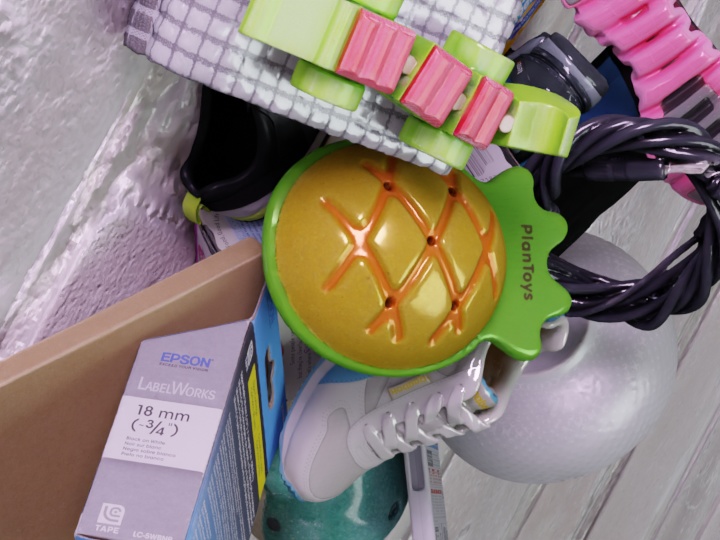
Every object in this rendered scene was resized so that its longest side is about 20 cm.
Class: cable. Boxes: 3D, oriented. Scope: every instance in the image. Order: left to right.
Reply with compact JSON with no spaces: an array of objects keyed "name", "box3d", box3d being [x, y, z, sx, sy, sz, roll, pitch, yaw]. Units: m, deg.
[{"name":"cable","box3d":[0.163,-0.025,1.358,0.200,0.163,0.051,-39,-144,48]}]

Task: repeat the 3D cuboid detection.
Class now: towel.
[{"name":"towel","box3d":[-0.011,-0.161,1.126,0.200,0.086,0.166,17,100,-33]}]

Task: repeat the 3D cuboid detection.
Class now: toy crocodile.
[{"name":"toy crocodile","box3d":[0.026,-0.101,1.081,0.200,0.062,0.068,25,95,-34]}]

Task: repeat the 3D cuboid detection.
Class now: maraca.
[{"name":"maraca","box3d":[0.034,-0.007,1.205,0.199,0.107,0.138,3,83,-28]}]

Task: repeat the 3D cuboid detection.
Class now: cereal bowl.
[{"name":"cereal bowl","box3d":[0.133,0.053,1.576,0.200,0.200,0.083,-56,154,-13]}]

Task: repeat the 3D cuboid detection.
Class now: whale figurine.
[{"name":"whale figurine","box3d":[-0.010,0.114,1.468,0.159,0.104,0.201,-27,138,-52]}]

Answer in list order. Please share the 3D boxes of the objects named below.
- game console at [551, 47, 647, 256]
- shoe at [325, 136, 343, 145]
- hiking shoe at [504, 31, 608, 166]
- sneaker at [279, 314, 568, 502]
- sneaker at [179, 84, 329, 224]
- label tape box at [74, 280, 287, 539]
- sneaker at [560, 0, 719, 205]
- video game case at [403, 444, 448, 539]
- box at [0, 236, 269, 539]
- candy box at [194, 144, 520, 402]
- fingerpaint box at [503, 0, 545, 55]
[{"name":"game console","box3d":[0.124,-0.082,1.483,0.176,0.117,0.200,-9,152,-45]},{"name":"shoe","box3d":[0.011,-0.051,1.381,0.200,0.053,0.070,56,48,-66]},{"name":"hiking shoe","box3d":[0.085,-0.103,1.407,0.087,0.074,0.200,-44,-174,-16]},{"name":"sneaker","box3d":[0.035,0.071,1.278,0.200,0.081,0.077,-43,142,-4]},{"name":"sneaker","box3d":[-0.043,-0.113,1.203,0.083,0.072,0.201,6,110,-62]},{"name":"label tape box","box3d":[-0.096,0.114,1.190,0.144,0.063,0.200,88,13,-47]},{"name":"sneaker","box3d":[0.197,-0.137,1.379,0.079,0.200,0.095,-27,-172,11]},{"name":"video game case","box3d":[0.041,0.109,1.494,0.143,0.018,0.201,47,37,-81]},{"name":"box","box3d":[-0.137,0.080,1.211,0.200,0.021,0.164,-27,142,-27]},{"name":"candy box","box3d":[0.000,0.000,1.316,0.199,0.061,0.137,-17,139,-18]},{"name":"fingerpaint box","box3d":[0.091,-0.241,1.331,0.200,0.073,0.167,-53,155,-20]}]
